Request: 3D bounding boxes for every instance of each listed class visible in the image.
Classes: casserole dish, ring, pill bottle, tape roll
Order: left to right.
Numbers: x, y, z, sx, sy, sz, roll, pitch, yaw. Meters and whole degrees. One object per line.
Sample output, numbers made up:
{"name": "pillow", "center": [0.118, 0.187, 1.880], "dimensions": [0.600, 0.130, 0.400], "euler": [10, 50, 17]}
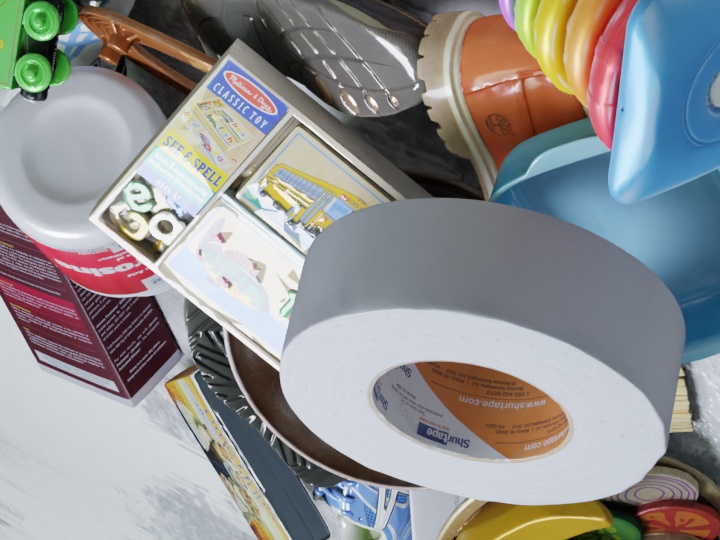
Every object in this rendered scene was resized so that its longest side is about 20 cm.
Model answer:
{"name": "pill bottle", "center": [-0.156, -0.047, 1.637], "dimensions": [0.112, 0.112, 0.200], "euler": [36, 173, 14]}
{"name": "ring", "center": [-0.077, -0.096, 1.504], "dimensions": [0.200, 0.019, 0.200], "euler": [28, 175, 3]}
{"name": "tape roll", "center": [0.061, 0.045, 1.319], "dimensions": [0.200, 0.066, 0.200], "euler": [11, 150, 6]}
{"name": "casserole dish", "center": [0.139, -0.020, 1.310], "dimensions": [0.121, 0.039, 0.200], "euler": [-18, 142, 17]}

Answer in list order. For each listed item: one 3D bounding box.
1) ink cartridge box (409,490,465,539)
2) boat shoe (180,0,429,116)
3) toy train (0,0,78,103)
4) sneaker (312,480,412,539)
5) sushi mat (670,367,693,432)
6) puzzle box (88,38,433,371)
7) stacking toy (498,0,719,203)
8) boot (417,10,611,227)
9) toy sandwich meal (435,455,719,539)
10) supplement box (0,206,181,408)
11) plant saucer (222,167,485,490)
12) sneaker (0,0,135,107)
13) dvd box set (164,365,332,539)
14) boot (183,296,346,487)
{"name": "ink cartridge box", "center": [0.070, 0.195, 1.697], "dimensions": [0.068, 0.116, 0.200], "euler": [-6, 141, 1]}
{"name": "boat shoe", "center": [-0.017, -0.139, 1.394], "dimensions": [0.200, 0.073, 0.075], "euler": [23, 145, 47]}
{"name": "toy train", "center": [-0.180, -0.194, 1.455], "dimensions": [0.056, 0.042, 0.201], "euler": [13, 104, 13]}
{"name": "sneaker", "center": [0.007, 0.126, 1.740], "dimensions": [0.076, 0.077, 0.200], "euler": [24, 145, 37]}
{"name": "sushi mat", "center": [0.088, 0.066, 1.501], "dimensions": [0.199, 0.012, 0.096], "euler": [-4, 133, 15]}
{"name": "puzzle box", "center": [-0.031, -0.015, 1.408], "dimensions": [0.200, 0.025, 0.133], "euler": [38, 116, -9]}
{"name": "stacking toy", "center": [0.104, -0.130, 1.223], "dimensions": [0.200, 0.110, 0.116], "euler": [37, 139, 38]}
{"name": "boot", "center": [0.115, -0.053, 1.339], "dimensions": [0.107, 0.075, 0.200], "euler": [-1, 142, 31]}
{"name": "toy sandwich meal", "center": [0.130, 0.185, 1.549], "dimensions": [0.204, 0.070, 0.205], "euler": [-4, 136, -4]}
{"name": "supplement box", "center": [-0.217, -0.001, 1.887], "dimensions": [0.109, 0.061, 0.200], "euler": [19, 145, 39]}
{"name": "plant saucer", "center": [0.024, 0.029, 1.452], "dimensions": [0.200, 0.035, 0.201], "euler": [5, 117, 9]}
{"name": "sneaker", "center": [-0.167, -0.149, 1.612], "dimensions": [0.072, 0.072, 0.200], "euler": [15, 154, -20]}
{"name": "dvd box set", "center": [-0.081, 0.131, 1.833], "dimensions": [0.147, 0.029, 0.200], "euler": [59, 170, -2]}
{"name": "boot", "center": [-0.066, 0.027, 1.621], "dimensions": [0.200, 0.072, 0.182], "euler": [-106, -9, -58]}
